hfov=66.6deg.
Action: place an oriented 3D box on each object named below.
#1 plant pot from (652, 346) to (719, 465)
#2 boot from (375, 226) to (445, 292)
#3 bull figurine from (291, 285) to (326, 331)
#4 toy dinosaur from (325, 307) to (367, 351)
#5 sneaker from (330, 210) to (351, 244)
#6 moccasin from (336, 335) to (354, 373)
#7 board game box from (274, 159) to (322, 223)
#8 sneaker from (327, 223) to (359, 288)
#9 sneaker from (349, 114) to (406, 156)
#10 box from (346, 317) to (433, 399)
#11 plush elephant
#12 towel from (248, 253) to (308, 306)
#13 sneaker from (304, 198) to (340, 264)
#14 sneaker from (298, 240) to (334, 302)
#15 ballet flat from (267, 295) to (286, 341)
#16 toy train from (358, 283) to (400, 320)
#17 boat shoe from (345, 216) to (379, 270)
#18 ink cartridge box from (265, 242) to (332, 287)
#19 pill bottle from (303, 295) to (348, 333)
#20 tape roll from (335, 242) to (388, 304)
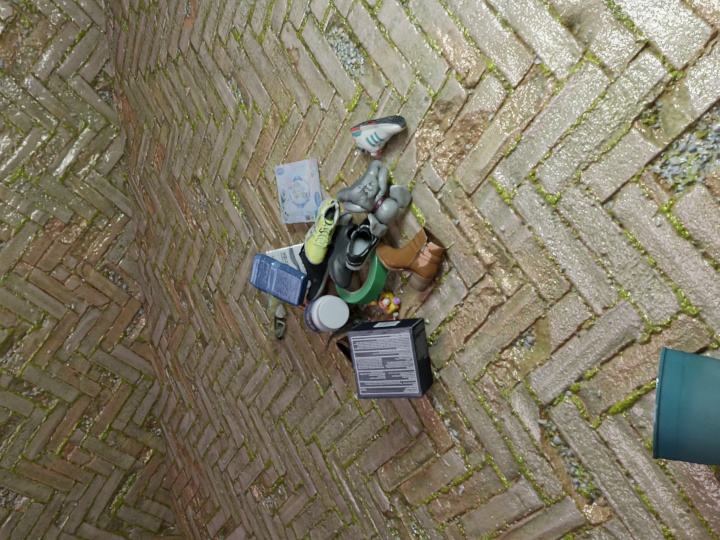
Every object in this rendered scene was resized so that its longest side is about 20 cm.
[{"bbox_3d":[0.620,0.244,0.948,0.187,0.200,0.202,3,104,32],"label":"plant pot"},{"bbox_3d":[0.138,-0.057,1.494,0.200,0.073,0.155,38,128,22],"label":"boot"},{"bbox_3d":[-0.170,0.106,1.882,0.120,0.065,0.202,14,107,10],"label":"bull figurine"},{"bbox_3d":[-0.049,0.177,1.760,0.047,0.088,0.200,38,125,-14],"label":"toy dinosaur"},{"bbox_3d":[-0.089,-0.101,1.718,0.200,0.087,0.075,-50,19,13],"label":"sneaker"},{"bbox_3d":[-0.005,0.289,1.747,0.202,0.077,0.074,51,134,26],"label":"moccasin"},{"bbox_3d":[-0.208,-0.263,1.848,0.199,0.043,0.201,3,103,49],"label":"board game box"},{"bbox_3d":[-0.042,-0.048,1.602,0.090,0.076,0.202,-16,68,44],"label":"sneaker"},{"bbox_3d":[0.057,-0.367,1.511,0.199,0.070,0.094,6,123,46],"label":"sneaker"},{"bbox_3d":[0.085,0.248,1.552,0.198,0.123,0.200,-6,96,25],"label":"box"},{"bbox_3d":[0.046,-0.192,1.514,0.155,0.165,0.200,47,-176,-19],"label":"plush elephant"},{"bbox_3d":[-0.251,0.028,1.689,0.199,0.048,0.113,24,109,24],"label":"towel"},{"bbox_3d":[-0.112,-0.117,1.593,0.076,0.075,0.202,-174,99,-76],"label":"sneaker"},{"bbox_3d":[-0.153,-0.003,1.685,0.075,0.105,0.201,-104,35,-65],"label":"sneaker"},{"bbox_3d":[-0.315,0.183,2.091,0.070,0.070,0.202,29,121,40],"label":"ballet flat"},{"bbox_3d":[0.051,0.124,1.654,0.200,0.055,0.151,39,127,35],"label":"toy train"},{"bbox_3d":[0.013,-0.091,1.543,0.075,0.201,0.061,13,141,7],"label":"boat shoe"},{"bbox_3d":[-0.197,-0.012,1.781,0.084,0.198,0.146,177,79,-85],"label":"ink cartridge box"},{"bbox_3d":[-0.107,0.138,1.716,0.200,0.113,0.115,155,99,-71],"label":"pill bottle"},{"bbox_3d":[0.000,0.000,1.631,0.200,0.048,0.202,-19,65,47],"label":"tape roll"}]
